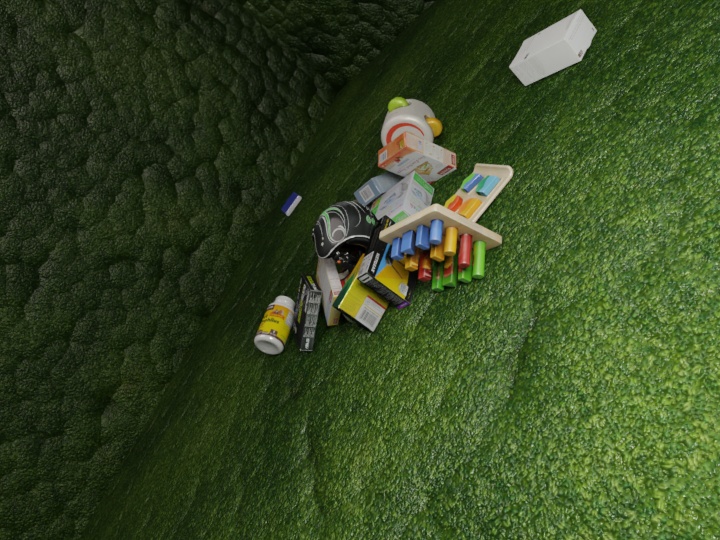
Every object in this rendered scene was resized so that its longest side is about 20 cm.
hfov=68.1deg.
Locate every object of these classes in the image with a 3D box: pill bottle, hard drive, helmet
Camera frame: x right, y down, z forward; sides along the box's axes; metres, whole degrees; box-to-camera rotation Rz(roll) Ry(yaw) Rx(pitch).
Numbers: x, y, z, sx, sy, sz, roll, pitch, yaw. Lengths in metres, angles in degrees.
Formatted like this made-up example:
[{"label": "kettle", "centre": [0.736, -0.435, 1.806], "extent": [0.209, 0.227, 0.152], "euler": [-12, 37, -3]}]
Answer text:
[{"label": "pill bottle", "centre": [-0.301, 0.193, 1.921], "extent": [0.109, 0.109, 0.201], "euler": [-33, 30, 43]}, {"label": "hard drive", "centre": [-0.406, -0.390, 3.118], "extent": [0.132, 0.025, 0.200], "euler": [-54, 21, 2]}, {"label": "helmet", "centre": [-0.039, -0.100, 1.511], "extent": [0.200, 0.199, 0.192], "euler": [-44, 40, 24]}]

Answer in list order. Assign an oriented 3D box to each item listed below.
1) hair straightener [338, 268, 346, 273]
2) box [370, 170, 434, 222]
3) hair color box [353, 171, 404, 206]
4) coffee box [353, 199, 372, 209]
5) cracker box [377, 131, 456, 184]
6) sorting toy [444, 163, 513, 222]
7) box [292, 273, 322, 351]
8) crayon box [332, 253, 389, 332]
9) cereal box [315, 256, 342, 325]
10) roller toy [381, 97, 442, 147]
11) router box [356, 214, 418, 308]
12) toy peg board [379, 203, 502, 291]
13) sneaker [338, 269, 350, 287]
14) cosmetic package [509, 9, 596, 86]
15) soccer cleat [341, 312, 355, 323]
[{"label": "hair straightener", "centre": [0.000, 0.000, 1.694], "extent": [0.199, 0.041, 0.078], "euler": [-37, 53, 27]}, {"label": "box", "centre": [0.113, -0.167, 1.608], "extent": [0.199, 0.096, 0.178], "euler": [-32, 28, 44]}, {"label": "hair color box", "centre": [0.079, -0.276, 1.757], "extent": [0.099, 0.061, 0.199], "euler": [-32, -1, 44]}, {"label": "coffee box", "centre": [-0.028, -0.148, 1.892], "extent": [0.201, 0.079, 0.114], "euler": [-58, 21, -8]}, {"label": "cracker box", "centre": [0.168, -0.327, 1.581], "extent": [0.134, 0.198, 0.058], "euler": [-25, 58, 51]}, {"label": "sorting toy", "centre": [0.281, -0.189, 1.365], "extent": [0.201, 0.036, 0.185], "euler": [-55, 21, 1]}, {"label": "box", "centre": [-0.175, 0.131, 1.729], "extent": [0.193, 0.047, 0.202], "euler": [-128, 47, -70]}, {"label": "crayon box", "centre": [0.029, 0.045, 1.428], "extent": [0.201, 0.127, 0.051], "euler": [-58, 22, -13]}, {"label": "cereal box", "centre": [-0.096, 0.047, 1.630], "extent": [0.145, 0.039, 0.201], "euler": [104, 155, -48]}, {"label": "roller toy", "centre": [0.167, -0.476, 1.834], "extent": [0.183, 0.198, 0.141], "euler": [115, 173, -47]}, {"label": "router box", "centre": [0.082, -0.024, 1.383], "extent": [0.051, 0.149, 0.201], "euler": [-31, 32, 46]}, {"label": "toy peg board", "centre": [0.171, -0.036, 1.178], "extent": [0.199, 0.198, 0.099], "euler": [-24, 52, 52]}, {"label": "sneaker", "centre": [-0.016, 0.042, 1.615], "extent": [0.199, 0.076, 0.086], "euler": [-24, 67, 57]}, {"label": "cosmetic package", "centre": [0.508, -0.586, 1.417], "extent": [0.113, 0.081, 0.199], "euler": [-59, 21, -18]}, {"label": "soccer cleat", "centre": [0.016, 0.052, 1.496], "extent": [0.201, 0.086, 0.070], "euler": [-58, 22, -9]}]
